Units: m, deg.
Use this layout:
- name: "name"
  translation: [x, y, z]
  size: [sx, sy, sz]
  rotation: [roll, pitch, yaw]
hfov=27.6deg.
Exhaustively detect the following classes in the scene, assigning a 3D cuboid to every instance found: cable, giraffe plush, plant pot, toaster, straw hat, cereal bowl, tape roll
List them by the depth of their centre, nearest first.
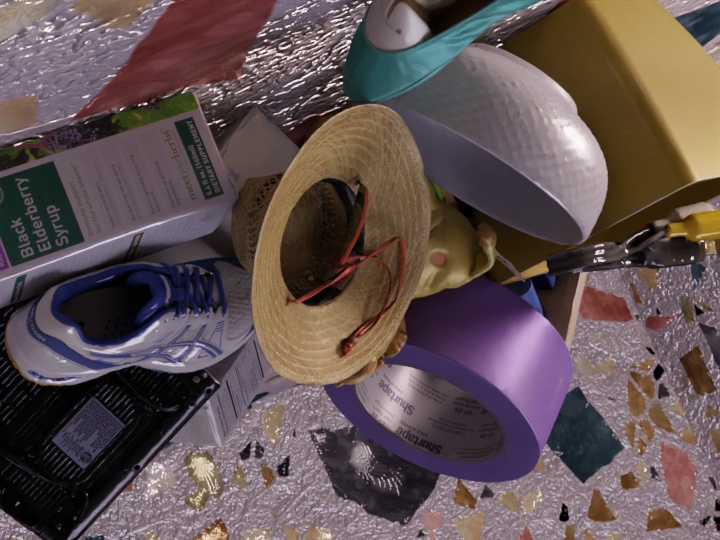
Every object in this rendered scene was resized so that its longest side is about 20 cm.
- name: "straw hat"
  translation: [-0.040, -0.023, 0.979]
  size: [0.085, 0.202, 0.201]
  rotation: [20, -160, 33]
- name: "cereal bowl"
  translation: [0.096, -0.105, 1.063]
  size: [0.084, 0.199, 0.200]
  rotation: [-59, 175, -6]
- name: "toaster"
  translation: [-0.225, 0.086, 1.074]
  size: [0.200, 0.181, 0.119]
  rotation: [-47, -173, -1]
- name: "giraffe plush"
  translation: [0.000, 0.000, 1.115]
  size: [0.162, 0.200, 0.173]
  rotation: [-48, 174, -5]
- name: "cable"
  translation: [0.210, -0.025, 1.151]
  size: [0.199, 0.051, 0.097]
  rotation: [-4, 180, -33]
- name: "plant pot"
  translation: [0.195, -0.117, 1.206]
  size: [0.199, 0.177, 0.200]
  rotation: [-30, 171, 37]
- name: "tape roll"
  translation: [0.071, 0.087, 1.229]
  size: [0.200, 0.200, 0.085]
  rotation: [-36, -157, 56]

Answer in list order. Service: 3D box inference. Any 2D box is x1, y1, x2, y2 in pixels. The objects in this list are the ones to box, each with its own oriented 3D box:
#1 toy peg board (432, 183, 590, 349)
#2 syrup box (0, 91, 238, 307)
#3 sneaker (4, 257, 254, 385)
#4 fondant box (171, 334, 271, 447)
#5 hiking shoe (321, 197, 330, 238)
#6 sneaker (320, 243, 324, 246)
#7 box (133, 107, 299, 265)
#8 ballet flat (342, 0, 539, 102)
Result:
- name: "toy peg board"
  translation: [0.100, -0.028, 1.331]
  size: [0.198, 0.201, 0.098]
  rotation: [0, 142, 25]
- name: "syrup box"
  translation: [-0.189, -0.040, 0.943]
  size: [0.199, 0.079, 0.081]
  rotation: [-20, 172, -22]
- name: "sneaker"
  translation: [-0.133, 0.029, 0.981]
  size: [0.199, 0.076, 0.088]
  rotation: [-16, 168, -35]
- name: "fondant box"
  translation: [-0.158, 0.076, 1.374]
  size: [0.143, 0.059, 0.200]
  rotation: [3, -147, 23]
- name: "hiking shoe"
  translation: [-0.047, -0.053, 1.287]
  size: [0.100, 0.076, 0.200]
  rotation: [-27, 173, 2]
- name: "sneaker"
  translation: [-0.046, -0.026, 1.536]
  size: [0.199, 0.081, 0.086]
  rotation: [-18, -174, 18]
- name: "box"
  translation: [-0.125, -0.036, 1.104]
  size: [0.200, 0.068, 0.082]
  rotation: [-31, -158, 47]
- name: "ballet flat"
  translation: [0.055, -0.173, 0.894]
  size: [0.199, 0.068, 0.070]
  rotation: [-28, 147, 24]
